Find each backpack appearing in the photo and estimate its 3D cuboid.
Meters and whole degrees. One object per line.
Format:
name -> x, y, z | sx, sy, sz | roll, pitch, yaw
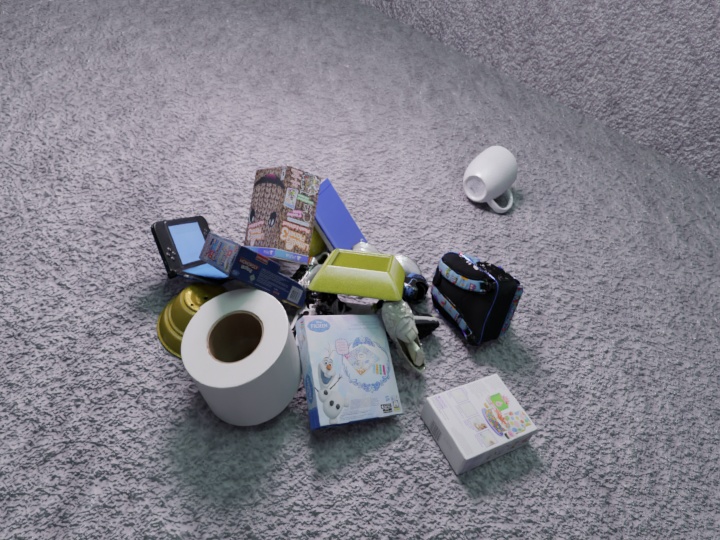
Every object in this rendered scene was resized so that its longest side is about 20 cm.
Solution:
backpack -> 0.268, 0.054, 1.351 | 0.131, 0.189, 0.199 | -6, 31, -37

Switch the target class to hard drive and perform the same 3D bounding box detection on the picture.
hard drive -> -0.067, -0.124, 1.450 | 0.203, 0.025, 0.132 | 57, 39, -13

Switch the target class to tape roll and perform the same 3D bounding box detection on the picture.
tape roll -> -0.212, 0.158, 1.028 | 0.194, 0.142, 0.208 | -5, 50, 6

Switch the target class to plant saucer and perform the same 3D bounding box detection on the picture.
plant saucer -> 0.000, 0.000, 1.204 | 0.191, 0.050, 0.201 | 7, 18, 5

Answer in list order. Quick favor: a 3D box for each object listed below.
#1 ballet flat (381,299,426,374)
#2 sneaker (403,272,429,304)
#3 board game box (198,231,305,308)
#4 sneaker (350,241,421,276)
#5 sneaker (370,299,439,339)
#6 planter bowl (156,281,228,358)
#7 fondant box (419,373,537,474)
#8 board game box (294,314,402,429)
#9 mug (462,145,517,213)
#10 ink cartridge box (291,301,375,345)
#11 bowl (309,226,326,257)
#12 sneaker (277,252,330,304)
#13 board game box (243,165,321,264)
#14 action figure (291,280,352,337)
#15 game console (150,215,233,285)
ballet flat -> 0.101, 0.140, 1.168 | 0.069, 0.204, 0.073 | -14, 39, 12
sneaker -> 0.133, 0.048, 1.334 | 0.076, 0.073, 0.198 | 19, 9, 26
board game box -> -0.228, -0.010, 1.122 | 0.197, 0.063, 0.198 | 23, -5, 43
sneaker -> 0.062, 0.000, 1.428 | 0.192, 0.075, 0.090 | 15, 61, -5
sneaker -> 0.104, 0.100, 1.267 | 0.196, 0.072, 0.085 | 12, 45, -44
planter bowl -> -0.324, 0.084, 1.166 | 0.192, 0.085, 0.204 | 10, 40, -8
fondant box -> 0.238, 0.306, 1.133 | 0.194, 0.060, 0.146 | -11, 47, -28
board game box -> -0.022, 0.191, 1.090 | 0.194, 0.043, 0.207 | 3, 67, -36
mug -> 0.429, -0.283, 1.833 | 0.174, 0.147, 0.203 | -37, 93, -39
ink cartridge box -> -0.056, 0.136, 1.247 | 0.192, 0.052, 0.163 | 5, 38, 12
bowl -> -0.172, -0.139, 1.460 | 0.192, 0.110, 0.204 | 10, 40, -8
sneaker -> -0.134, 0.019, 1.300 | 0.072, 0.082, 0.198 | 12, 30, 35
board game box -> -0.185, -0.127, 1.305 | 0.094, 0.209, 0.157 | 11, -4, -38
action figure -> -0.086, 0.083, 1.194 | 0.115, 0.104, 0.202 | 20, 43, 10
game console -> -0.335, -0.049, 1.232 | 0.115, 0.176, 0.200 | -21, 3, 19
